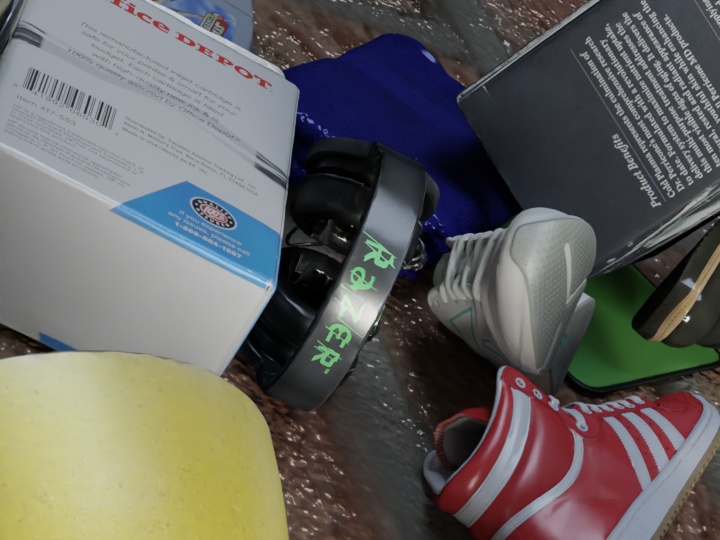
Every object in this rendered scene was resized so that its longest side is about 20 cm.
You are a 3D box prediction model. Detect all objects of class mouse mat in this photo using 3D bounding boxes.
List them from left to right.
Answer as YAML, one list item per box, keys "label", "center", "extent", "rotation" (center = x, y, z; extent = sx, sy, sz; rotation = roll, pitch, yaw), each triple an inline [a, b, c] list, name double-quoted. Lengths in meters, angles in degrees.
- label: "mouse mat"
  center: [0.107, -0.005, 1.343]
  extent: [0.160, 0.008, 0.200]
  rotation: [-7, 48, -52]

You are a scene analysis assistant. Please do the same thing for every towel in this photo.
- label: "towel"
  center: [0.025, -0.065, 1.300]
  extent: [0.147, 0.050, 0.200]
  rotation: [37, 25, 14]

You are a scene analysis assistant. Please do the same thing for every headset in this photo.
- label: "headset"
  center: [0.000, 0.000, 1.100]
  extent: [0.093, 0.124, 0.200]
  rotation: [25, 10, -12]

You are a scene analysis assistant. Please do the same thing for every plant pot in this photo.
- label: "plant pot"
  center: [-0.099, 0.140, 0.696]
  extent: [0.199, 0.200, 0.143]
  rotation: [7, 48, -41]

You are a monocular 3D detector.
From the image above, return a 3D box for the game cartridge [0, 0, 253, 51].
- label: "game cartridge"
  center: [-0.126, -0.134, 1.272]
  extent: [0.132, 0.042, 0.200]
  rotation: [27, 27, -4]

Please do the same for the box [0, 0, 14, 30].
- label: "box"
  center: [-0.189, -0.129, 1.022]
  extent: [0.068, 0.083, 0.200]
  rotation: [31, -14, -6]

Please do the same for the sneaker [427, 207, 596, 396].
- label: "sneaker"
  center: [0.069, 0.013, 1.147]
  extent: [0.080, 0.071, 0.200]
  rotation: [25, -13, 10]

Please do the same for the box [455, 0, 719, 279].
- label: "box"
  center: [0.185, -0.101, 1.269]
  extent: [0.124, 0.196, 0.200]
  rotation: [60, 21, 7]

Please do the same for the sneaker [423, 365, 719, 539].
- label: "sneaker"
  center: [0.102, 0.084, 1.120]
  extent: [0.112, 0.071, 0.200]
  rotation: [39, 29, 4]

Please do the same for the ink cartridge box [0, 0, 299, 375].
- label: "ink cartridge box"
  center: [-0.113, -0.046, 1.083]
  extent: [0.146, 0.086, 0.200]
  rotation: [27, 26, -13]

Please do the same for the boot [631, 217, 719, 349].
- label: "boot"
  center: [0.239, 0.037, 1.339]
  extent: [0.138, 0.078, 0.200]
  rotation: [45, 26, 8]
